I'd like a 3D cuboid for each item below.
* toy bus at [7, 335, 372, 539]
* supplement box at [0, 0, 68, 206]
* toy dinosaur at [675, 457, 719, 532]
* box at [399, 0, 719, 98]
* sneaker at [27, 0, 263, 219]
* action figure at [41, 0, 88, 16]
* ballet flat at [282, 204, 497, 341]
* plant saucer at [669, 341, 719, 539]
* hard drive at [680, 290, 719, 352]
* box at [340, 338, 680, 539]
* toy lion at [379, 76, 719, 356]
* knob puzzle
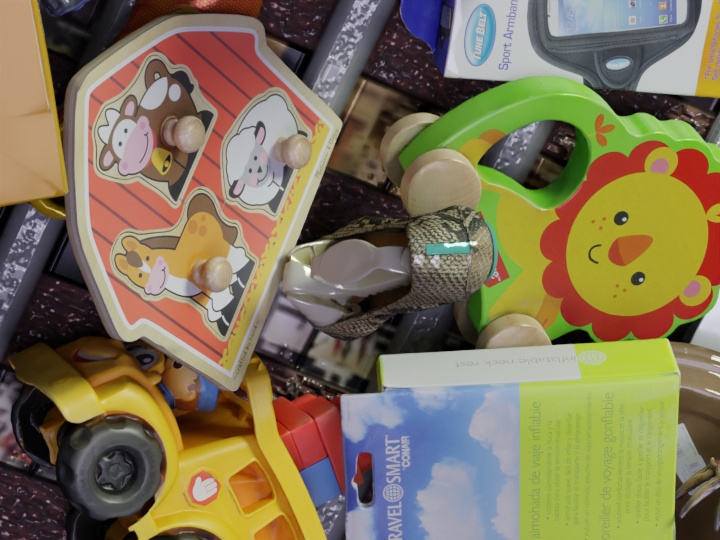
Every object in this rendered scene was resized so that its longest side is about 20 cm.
[{"bbox_3d":[-0.091,0.109,1.417,0.191,0.136,0.201,-29,112,-13],"label":"toy bus"},{"bbox_3d":[-0.263,-0.116,1.245,0.196,0.200,0.134,-11,112,-7],"label":"supplement box"},{"bbox_3d":[0.233,0.182,1.416,0.135,0.086,0.201,40,57,-22],"label":"toy dinosaur"},{"bbox_3d":[0.125,-0.168,1.390,0.198,0.042,0.120,2,111,-14],"label":"box"},{"bbox_3d":[-0.116,-0.106,1.346,0.073,0.077,0.200,35,96,-21],"label":"sneaker"},{"bbox_3d":[-0.108,-0.224,1.259,0.105,0.200,0.193,47,126,3],"label":"action figure"},{"bbox_3d":[0.000,0.000,1.354,0.075,0.200,0.068,-2,82,-29],"label":"ballet flat"},{"bbox_3d":[0.187,0.139,1.502,0.198,0.030,0.202,2,116,5],"label":"plant saucer"},{"bbox_3d":[0.287,0.099,1.514,0.199,0.027,0.133,24,105,-7],"label":"hard drive"},{"bbox_3d":[0.088,0.108,1.417,0.198,0.048,0.123,-3,117,-1],"label":"box"},{"bbox_3d":[0.133,-0.033,1.422,0.191,0.069,0.201,-27,122,0],"label":"toy lion"},{"bbox_3d":[-0.089,-0.051,1.307,0.219,0.030,0.222,-13,107,-48],"label":"knob puzzle"}]
